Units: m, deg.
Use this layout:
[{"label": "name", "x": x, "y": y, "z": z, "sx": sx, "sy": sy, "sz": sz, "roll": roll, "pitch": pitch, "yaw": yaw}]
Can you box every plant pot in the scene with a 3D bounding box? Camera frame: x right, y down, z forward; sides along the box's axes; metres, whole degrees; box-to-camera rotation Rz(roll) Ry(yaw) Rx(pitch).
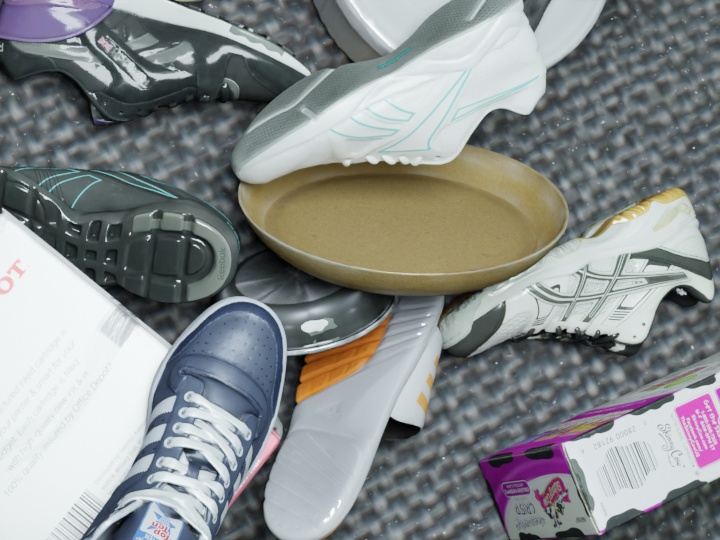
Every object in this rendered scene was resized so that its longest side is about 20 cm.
[{"label": "plant pot", "x": 0.025, "y": -0.032, "z": 1.155, "sx": 0.199, "sy": 0.200, "sz": 0.028, "roll": -6, "pitch": 117, "yaw": -19}]

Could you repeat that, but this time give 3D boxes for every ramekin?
[{"label": "ramekin", "x": 0.056, "y": -0.205, "z": 1.231, "sx": 0.201, "sy": 0.094, "sz": 0.204, "roll": 3, "pitch": 78, "yaw": -17}]

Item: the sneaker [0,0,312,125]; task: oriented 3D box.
[{"label": "sneaker", "x": -0.127, "y": -0.122, "z": 1.179, "sx": 0.199, "sy": 0.076, "sz": 0.088, "roll": 20, "pitch": 88, "yaw": -9}]

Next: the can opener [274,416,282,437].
[{"label": "can opener", "x": -0.108, "y": 0.131, "z": 1.137, "sx": 0.063, "sy": 0.078, "sz": 0.201, "roll": 43, "pitch": 68, "yaw": -47}]

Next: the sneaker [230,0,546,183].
[{"label": "sneaker", "x": 0.019, "y": -0.090, "z": 1.138, "sx": 0.199, "sy": 0.071, "sz": 0.080, "roll": -25, "pitch": 118, "yaw": 10}]

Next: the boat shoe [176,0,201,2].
[{"label": "boat shoe", "x": -0.065, "y": -0.254, "z": 1.216, "sx": 0.075, "sy": 0.068, "sz": 0.200, "roll": 37, "pitch": 91, "yaw": -12}]

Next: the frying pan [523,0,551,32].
[{"label": "frying pan", "x": 0.141, "y": -0.195, "z": 1.189, "sx": 0.114, "sy": 0.031, "sz": 0.191, "roll": 11, "pitch": 88, "yaw": -10}]

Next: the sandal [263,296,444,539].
[{"label": "sandal", "x": -0.002, "y": 0.091, "z": 1.158, "sx": 0.059, "sy": 0.079, "sz": 0.207, "roll": 62, "pitch": 40, "yaw": -38}]

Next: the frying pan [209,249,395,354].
[{"label": "frying pan", "x": 0.000, "y": 0.008, "z": 1.153, "sx": 0.189, "sy": 0.115, "sz": 0.031, "roll": -10, "pitch": 119, "yaw": -2}]

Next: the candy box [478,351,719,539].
[{"label": "candy box", "x": 0.190, "y": 0.102, "z": 1.189, "sx": 0.199, "sy": 0.136, "sz": 0.061, "roll": -23, "pitch": 88, "yaw": -20}]

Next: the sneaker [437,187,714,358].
[{"label": "sneaker", "x": 0.143, "y": 0.021, "z": 1.224, "sx": 0.199, "sy": 0.076, "sz": 0.088, "roll": -25, "pitch": 92, "yaw": -18}]

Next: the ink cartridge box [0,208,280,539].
[{"label": "ink cartridge box", "x": -0.167, "y": 0.086, "z": 1.055, "sx": 0.200, "sy": 0.085, "sz": 0.146, "roll": 40, "pitch": 80, "yaw": -5}]

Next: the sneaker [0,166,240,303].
[{"label": "sneaker", "x": -0.166, "y": -0.024, "z": 1.141, "sx": 0.199, "sy": 0.079, "sz": 0.076, "roll": 12, "pitch": 109, "yaw": 3}]

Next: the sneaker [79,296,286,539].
[{"label": "sneaker", "x": -0.089, "y": 0.104, "z": 0.969, "sx": 0.070, "sy": 0.108, "sz": 0.201, "roll": 29, "pitch": 81, "yaw": -7}]
